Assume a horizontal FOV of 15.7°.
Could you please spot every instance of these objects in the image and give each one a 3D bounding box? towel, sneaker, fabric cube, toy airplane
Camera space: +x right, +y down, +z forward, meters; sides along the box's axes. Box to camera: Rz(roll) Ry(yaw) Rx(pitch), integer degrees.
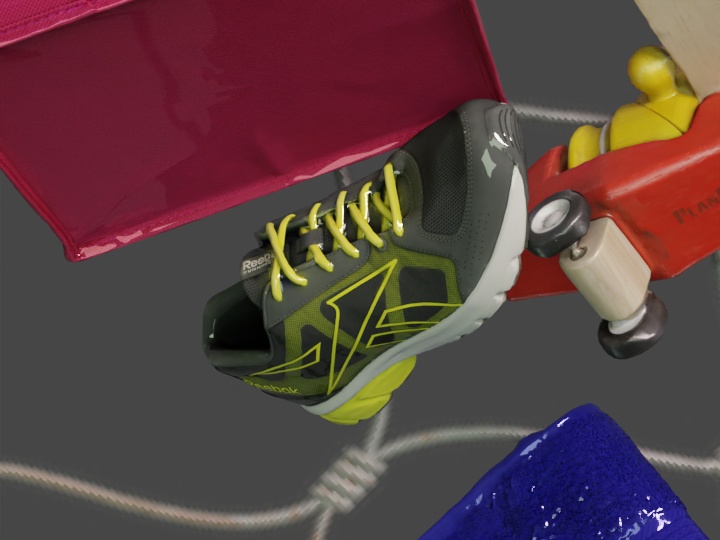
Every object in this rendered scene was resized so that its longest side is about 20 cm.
[{"bbox_3d":[0.099,0.167,1.086,0.148,0.050,0.200,-47,57,10],"label":"towel"},{"bbox_3d":[0.000,0.000,1.062,0.084,0.075,0.200,11,140,-25],"label":"sneaker"},{"bbox_3d":[-0.076,-0.152,1.011,0.200,0.196,0.200,-19,68,4],"label":"fabric cube"},{"bbox_3d":[0.158,-0.066,1.065,0.199,0.141,0.200,8,123,-7],"label":"toy airplane"}]
